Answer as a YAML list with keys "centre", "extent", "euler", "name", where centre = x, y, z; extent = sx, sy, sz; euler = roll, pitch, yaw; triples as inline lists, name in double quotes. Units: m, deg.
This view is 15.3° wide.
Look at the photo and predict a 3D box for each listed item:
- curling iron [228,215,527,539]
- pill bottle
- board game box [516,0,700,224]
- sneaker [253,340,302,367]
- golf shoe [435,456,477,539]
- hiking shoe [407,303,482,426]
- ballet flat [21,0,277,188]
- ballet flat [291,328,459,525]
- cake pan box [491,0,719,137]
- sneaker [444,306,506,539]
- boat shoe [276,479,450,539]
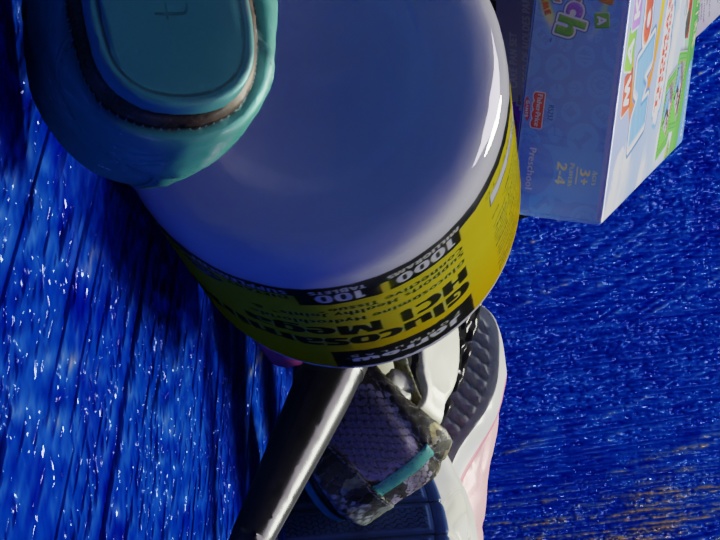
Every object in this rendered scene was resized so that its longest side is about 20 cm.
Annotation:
- centre: [0.002, 0.023, 0.925]
  extent: [0.200, 0.049, 0.026]
  euler: [-56, 127, -34]
  name: "curling iron"
- centre: [-0.007, -0.033, 0.818]
  extent: [0.200, 0.111, 0.113]
  euler: [66, 19, -77]
  name: "pill bottle"
- centre: [0.095, -0.108, 0.950]
  extent: [0.200, 0.036, 0.153]
  euler: [-35, 133, -72]
  name: "board game box"
- centre: [-0.013, -0.068, 0.963]
  extent: [0.074, 0.087, 0.202]
  euler: [64, 22, -80]
  name: "sneaker"
- centre: [0.014, 0.132, 1.210]
  extent: [0.092, 0.075, 0.201]
  euler: [73, 9, -53]
  name: "golf shoe"
- centre: [0.000, 0.000, 1.131]
  extent: [0.201, 0.100, 0.076]
  euler: [-67, 154, -12]
  name: "hiking shoe"
- centre: [-0.059, -0.111, 0.637]
  extent: [0.070, 0.067, 0.202]
  euler: [133, -44, -62]
  name: "ballet flat"
- centre: [0.002, 0.007, 1.026]
  extent: [0.072, 0.071, 0.201]
  euler: [80, -1, -46]
  name: "ballet flat"
- centre: [0.098, -0.159, 1.080]
  extent: [0.184, 0.052, 0.201]
  euler: [-42, 138, -49]
  name: "cake pan box"
- centre: [0.030, 0.118, 1.345]
  extent: [0.105, 0.075, 0.201]
  euler: [79, 20, -52]
  name: "sneaker"
- centre: [-0.004, 0.146, 0.997]
  extent: [0.073, 0.072, 0.201]
  euler: [108, -21, -52]
  name: "boat shoe"
